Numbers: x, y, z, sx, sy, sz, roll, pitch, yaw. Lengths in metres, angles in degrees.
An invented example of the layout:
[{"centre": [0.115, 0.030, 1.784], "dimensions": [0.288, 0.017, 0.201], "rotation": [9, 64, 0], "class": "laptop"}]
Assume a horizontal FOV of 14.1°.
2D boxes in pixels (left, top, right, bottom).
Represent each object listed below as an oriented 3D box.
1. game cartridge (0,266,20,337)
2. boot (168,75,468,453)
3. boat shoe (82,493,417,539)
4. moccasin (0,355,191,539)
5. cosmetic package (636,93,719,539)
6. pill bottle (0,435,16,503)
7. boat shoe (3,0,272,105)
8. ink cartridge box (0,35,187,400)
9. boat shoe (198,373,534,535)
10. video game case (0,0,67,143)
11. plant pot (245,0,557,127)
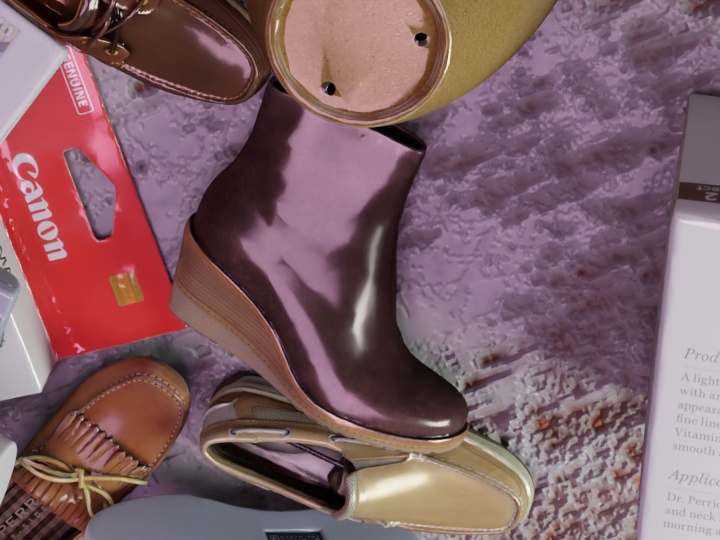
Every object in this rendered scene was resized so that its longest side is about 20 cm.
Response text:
[{"centre": [-0.306, 0.018, 1.680], "dimensions": [0.200, 0.040, 0.133], "rotation": [27, 116, 1], "class": "game cartridge"}, {"centre": [0.000, 0.000, 1.644], "dimensions": [0.200, 0.072, 0.166], "rotation": [29, 118, -1], "class": "boot"}, {"centre": [-0.071, 0.185, 1.727], "dimensions": [0.202, 0.075, 0.086], "rotation": [1, 127, -21], "class": "boat shoe"}, {"centre": [-0.176, 0.125, 1.728], "dimensions": [0.201, 0.078, 0.074], "rotation": [-37, 108, 23], "class": "moccasin"}, {"centre": [0.241, 0.033, 1.569], "dimensions": [0.165, 0.165, 0.200], "rotation": [7, 116, 5], "class": "cosmetic package"}, {"centre": [-0.300, 0.096, 1.635], "dimensions": [0.200, 0.111, 0.111], "rotation": [22, 116, 3], "class": "pill bottle"}, {"centre": [-0.142, -0.145, 1.603], "dimensions": [0.200, 0.068, 0.072], "rotation": [30, 116, -6], "class": "boat shoe"}, {"centre": [-0.216, -0.024, 1.686], "dimensions": [0.176, 0.045, 0.200], "rotation": [-13, 112, 16], "class": "ink cartridge box"}, {"centre": [0.001, 0.123, 1.700], "dimensions": [0.200, 0.076, 0.072], "rotation": [13, 116, 3], "class": "boat shoe"}, {"centre": [-0.295, -0.111, 1.620], "dimensions": [0.200, 0.024, 0.182], "rotation": [37, 93, 0], "class": "video game case"}, {"centre": [0.012, -0.153, 1.502], "dimensions": [0.186, 0.200, 0.187], "rotation": [4, 116, 9], "class": "plant pot"}]
